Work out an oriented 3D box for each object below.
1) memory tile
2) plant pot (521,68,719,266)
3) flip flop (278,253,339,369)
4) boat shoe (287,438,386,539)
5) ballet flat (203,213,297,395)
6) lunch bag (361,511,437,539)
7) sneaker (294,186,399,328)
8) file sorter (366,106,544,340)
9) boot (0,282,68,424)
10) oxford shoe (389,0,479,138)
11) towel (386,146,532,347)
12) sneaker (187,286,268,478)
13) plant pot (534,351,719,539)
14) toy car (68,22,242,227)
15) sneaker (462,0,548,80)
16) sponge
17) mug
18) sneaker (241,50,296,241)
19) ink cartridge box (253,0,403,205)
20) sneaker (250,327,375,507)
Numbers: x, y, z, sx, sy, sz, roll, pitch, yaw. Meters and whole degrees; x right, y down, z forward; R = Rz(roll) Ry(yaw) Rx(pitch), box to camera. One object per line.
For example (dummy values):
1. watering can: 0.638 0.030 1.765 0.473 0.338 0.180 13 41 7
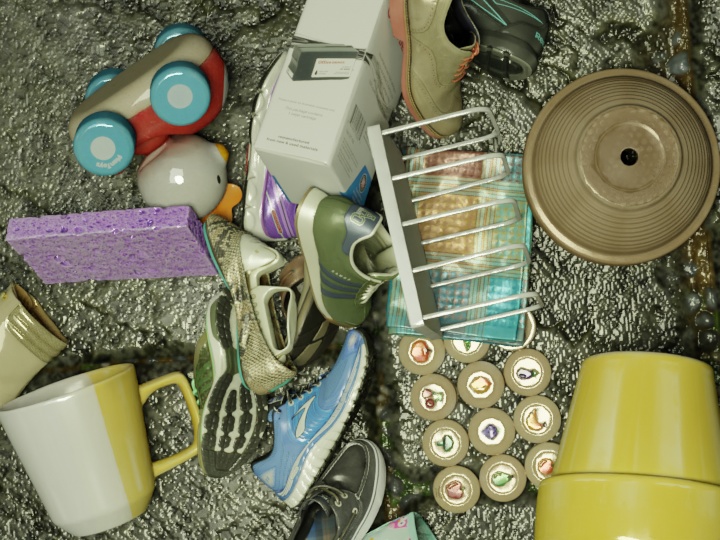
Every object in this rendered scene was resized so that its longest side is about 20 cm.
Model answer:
1. memory tile: 0.130 0.143 1.572 0.153 0.017 0.201 -15 87 10
2. plant pot: 0.262 -0.106 1.499 0.200 0.093 0.201 0 88 3
3. flip flop: -0.054 0.004 1.580 0.057 0.081 0.201 8 90 28
4. boat shoe: -0.037 0.253 1.538 0.070 0.066 0.200 14 64 31
5. ballet flat: -0.102 0.025 1.542 0.075 0.068 0.200 -23 72 24
6. lunch bag: 0.027 0.366 1.540 0.170 0.122 0.200 -30 73 14
7. sneaker: 0.000 0.000 1.506 0.090 0.200 0.067 15 58 24
8. file sorter: 0.097 -0.048 1.490 0.124 0.139 0.201 -14 80 8
9. boot: -0.432 0.065 1.646 0.200 0.073 0.156 43 97 6
10. oxford shoe: 0.083 -0.208 1.502 0.075 0.200 0.071 11 52 26
11. towel: 0.105 -0.026 1.565 0.146 0.022 0.201 4 86 12
12. sneaker: -0.148 0.121 1.585 0.077 0.089 0.201 16 69 -32
13. plant pot: 0.275 0.183 1.465 0.200 0.201 0.189 4 75 10
14. toy car: -0.185 -0.127 1.578 0.177 0.184 0.200 -32 113 8
15. sneaker: 0.100 -0.263 1.562 0.200 0.075 0.079 23 72 10
16. sponge: -0.259 -0.026 1.596 0.199 0.112 0.030 -3 63 11
17. mug: -0.271 0.189 1.585 0.186 0.149 0.154 -16 95 16
18. sneaker: -0.078 -0.131 1.594 0.083 0.081 0.201 4 98 -7
19. ink cartridge box: -0.021 -0.174 1.501 0.084 0.145 0.200 14 74 17
20. sneaker: -0.053 0.144 1.574 0.089 0.079 0.200 30 95 7
